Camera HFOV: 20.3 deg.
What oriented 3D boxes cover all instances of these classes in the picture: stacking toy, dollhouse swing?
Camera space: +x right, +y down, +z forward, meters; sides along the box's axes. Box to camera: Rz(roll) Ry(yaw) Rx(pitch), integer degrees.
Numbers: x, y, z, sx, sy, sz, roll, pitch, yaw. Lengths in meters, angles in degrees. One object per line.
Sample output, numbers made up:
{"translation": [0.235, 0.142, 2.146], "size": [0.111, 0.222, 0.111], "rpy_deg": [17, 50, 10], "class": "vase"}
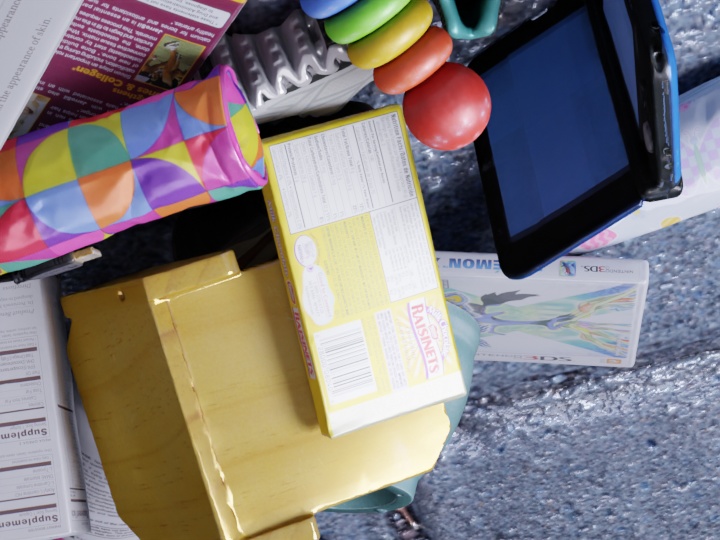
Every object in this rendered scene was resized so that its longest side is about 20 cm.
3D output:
{"translation": [0.008, -0.156, 1.213], "size": [0.085, 0.085, 0.200], "rpy_deg": [-30, 108, 23], "class": "stacking toy"}
{"translation": [-0.071, 0.080, 1.383], "size": [0.176, 0.200, 0.182], "rpy_deg": [-21, -174, -34], "class": "dollhouse swing"}

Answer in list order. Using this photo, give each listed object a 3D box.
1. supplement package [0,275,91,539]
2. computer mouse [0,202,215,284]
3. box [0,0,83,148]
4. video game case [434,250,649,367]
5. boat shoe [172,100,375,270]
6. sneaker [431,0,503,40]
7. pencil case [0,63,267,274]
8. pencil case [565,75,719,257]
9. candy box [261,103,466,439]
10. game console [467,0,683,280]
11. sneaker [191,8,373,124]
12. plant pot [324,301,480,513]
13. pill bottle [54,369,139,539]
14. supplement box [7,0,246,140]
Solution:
{"translation": [-0.259, 0.092, 1.400], "size": [0.109, 0.200, 0.114], "rpy_deg": [-8, 172, -1], "class": "supplement package"}
{"translation": [-0.161, -0.051, 1.333], "size": [0.200, 0.140, 0.046], "rpy_deg": [-12, 115, 7], "class": "computer mouse"}
{"translation": [-0.235, -0.190, 1.098], "size": [0.131, 0.199, 0.200], "rpy_deg": [16, 134, -25], "class": "box"}
{"translation": [0.115, 0.030, 1.478], "size": [0.182, 0.022, 0.200], "rpy_deg": [2, 160, 6], "class": "video game case"}
{"translation": [-0.046, -0.049, 1.403], "size": [0.074, 0.076, 0.200], "rpy_deg": [23, 138, -39], "class": "boat shoe"}
{"translation": [0.072, -0.221, 1.204], "size": [0.078, 0.091, 0.200], "rpy_deg": [-6, 139, -5], "class": "sneaker"}
{"translation": [-0.157, -0.060, 1.225], "size": [0.200, 0.088, 0.088], "rpy_deg": [-16, 139, 10], "class": "pencil case"}
{"translation": [0.203, -0.073, 1.407], "size": [0.200, 0.091, 0.083], "rpy_deg": [-19, 178, 12], "class": "pencil case"}
{"translation": [0.000, 0.000, 1.312], "size": [0.102, 0.026, 0.200], "rpy_deg": [-17, 100, -22], "class": "candy box"}
{"translation": [0.121, -0.126, 1.239], "size": [0.118, 0.200, 0.171], "rpy_deg": [-11, 139, 2], "class": "game console"}
{"translation": [-0.055, -0.122, 1.314], "size": [0.200, 0.075, 0.081], "rpy_deg": [-21, 147, 14], "class": "sneaker"}
{"translation": [-0.015, 0.102, 1.475], "size": [0.200, 0.134, 0.200], "rpy_deg": [4, 161, 1], "class": "plant pot"}
{"translation": [-0.183, 0.125, 1.539], "size": [0.113, 0.113, 0.200], "rpy_deg": [6, 137, -17], "class": "pill bottle"}
{"translation": [-0.164, -0.149, 1.246], "size": [0.110, 0.086, 0.200], "rpy_deg": [17, 133, -28], "class": "supplement box"}
